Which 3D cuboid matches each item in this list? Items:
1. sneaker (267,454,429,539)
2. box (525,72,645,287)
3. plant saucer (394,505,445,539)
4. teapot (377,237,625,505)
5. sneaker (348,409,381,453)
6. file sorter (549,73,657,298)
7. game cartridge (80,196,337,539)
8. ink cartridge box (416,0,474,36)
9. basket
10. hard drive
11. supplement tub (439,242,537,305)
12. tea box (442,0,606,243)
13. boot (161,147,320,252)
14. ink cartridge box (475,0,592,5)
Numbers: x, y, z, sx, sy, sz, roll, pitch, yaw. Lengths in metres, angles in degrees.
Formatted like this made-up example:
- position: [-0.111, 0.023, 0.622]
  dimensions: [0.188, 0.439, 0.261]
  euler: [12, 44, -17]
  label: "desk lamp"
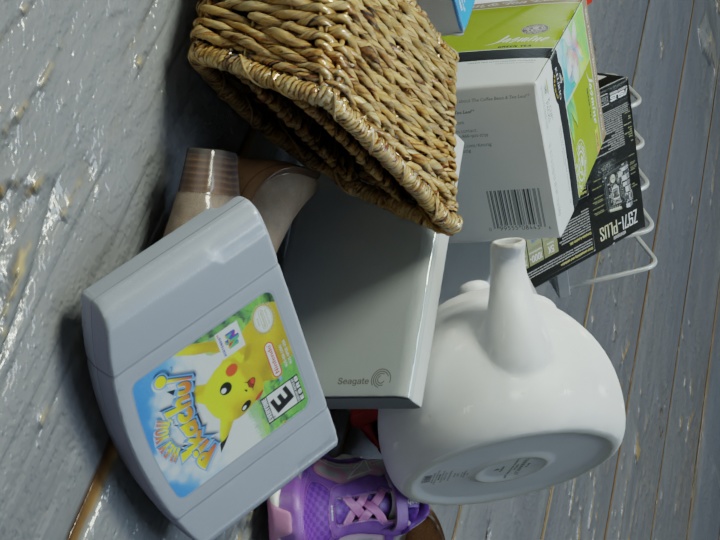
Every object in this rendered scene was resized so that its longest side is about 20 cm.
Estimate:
- position: [-0.004, 0.175, 1.189]
  dimensions: [0.200, 0.087, 0.082]
  euler: [8, 83, -67]
  label: "sneaker"
- position: [0.180, -0.089, 1.562]
  dimensions: [0.199, 0.086, 0.166]
  euler: [-27, 117, -32]
  label: "box"
- position: [0.041, 0.285, 1.372]
  dimensions: [0.200, 0.032, 0.203]
  euler: [-1, 90, -69]
  label: "plant saucer"
- position: [0.096, 0.080, 1.167]
  dimensions: [0.196, 0.199, 0.148]
  euler: [19, 52, -49]
  label: "teapot"
- position: [0.038, 0.133, 1.303]
  dimensions: [0.200, 0.076, 0.086]
  euler: [40, 35, -49]
  label: "sneaker"
- position: [0.248, -0.098, 1.734]
  dimensions: [0.139, 0.123, 0.203]
  euler: [-107, -174, -68]
  label: "file sorter"
- position: [-0.092, 0.070, 0.956]
  dimensions: [0.133, 0.040, 0.202]
  euler: [-33, 129, -20]
  label: "game cartridge"
- position: [0.019, -0.293, 1.205]
  dimensions: [0.201, 0.143, 0.148]
  euler: [-69, 150, -44]
  label: "ink cartridge box"
- position: [-0.029, -0.114, 1.063]
  dimensions: [0.200, 0.141, 0.151]
  euler: [40, 45, -54]
  label: "basket"
- position: [0.000, 0.000, 1.137]
  dimensions: [0.027, 0.131, 0.203]
  euler: [36, 58, -50]
  label: "hard drive"
- position: [0.089, 0.034, 1.378]
  dimensions: [0.200, 0.130, 0.134]
  euler: [53, 41, -55]
  label: "supplement tub"
- position: [0.079, -0.123, 1.271]
  dimensions: [0.197, 0.197, 0.135]
  euler: [-57, 139, -54]
  label: "tea box"
- position: [-0.083, -0.002, 1.048]
  dimensions: [0.200, 0.069, 0.148]
  euler: [1, 94, -67]
  label: "boot"
- position: [0.130, -0.242, 1.451]
  dimensions: [0.057, 0.199, 0.163]
  euler: [54, -6, 43]
  label: "ink cartridge box"
